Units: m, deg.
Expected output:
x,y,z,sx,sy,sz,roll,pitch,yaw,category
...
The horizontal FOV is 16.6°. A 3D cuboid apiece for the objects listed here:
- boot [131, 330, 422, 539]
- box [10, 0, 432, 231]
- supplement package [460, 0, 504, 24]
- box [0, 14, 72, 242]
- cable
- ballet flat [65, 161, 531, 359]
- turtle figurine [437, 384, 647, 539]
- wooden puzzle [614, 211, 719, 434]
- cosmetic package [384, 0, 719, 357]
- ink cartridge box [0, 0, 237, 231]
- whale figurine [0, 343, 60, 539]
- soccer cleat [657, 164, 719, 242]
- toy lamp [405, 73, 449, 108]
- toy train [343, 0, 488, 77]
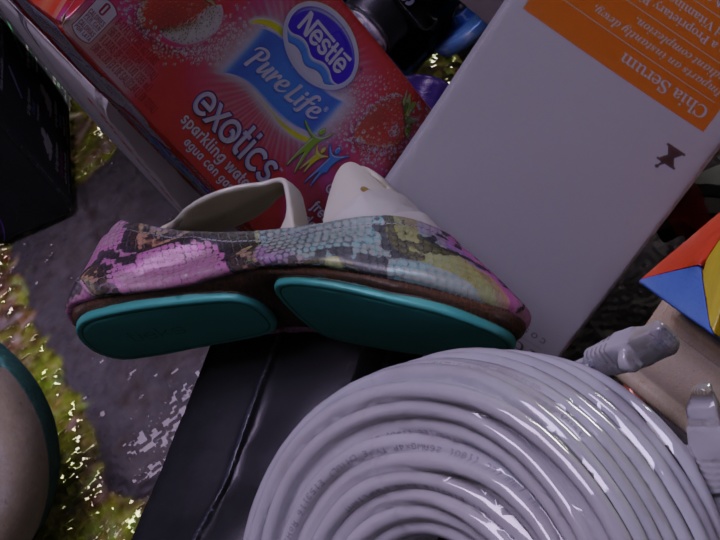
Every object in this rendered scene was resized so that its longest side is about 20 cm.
x,y,z,sx,sy,sz,roll,pitch,yaw,category
-0.078,0.091,1.000,0.164,0.066,0.201,8,63,27,boot
-0.059,-0.093,1.037,0.096,0.200,0.100,-46,42,-4,box
0.122,-0.205,1.071,0.200,0.191,0.147,-55,11,-18,supplement package
-0.246,-0.104,1.248,0.122,0.200,0.107,-22,45,14,box
0.043,0.128,0.867,0.199,0.069,0.201,-12,86,40,cable
-0.025,-0.005,0.966,0.199,0.069,0.072,-2,62,28,ballet flat
0.036,0.130,0.963,0.160,0.064,0.201,-11,61,35,turtle figurine
0.175,-0.022,0.859,0.200,0.046,0.185,-52,25,2,wooden puzzle
0.087,-0.064,0.973,0.200,0.101,0.071,-57,1,32,cosmetic package
-0.105,-0.108,1.199,0.083,0.147,0.200,-41,44,-4,ink cartridge box
-0.219,0.110,1.128,0.159,0.104,0.200,40,106,5,whale figurine
0.192,0.014,0.964,0.085,0.069,0.200,-34,41,-3,soccer cleat
0.000,0.000,1.106,0.058,0.058,0.201,2,55,34,toy lamp
0.053,-0.171,1.183,0.200,0.087,0.114,-47,15,-20,toy train
